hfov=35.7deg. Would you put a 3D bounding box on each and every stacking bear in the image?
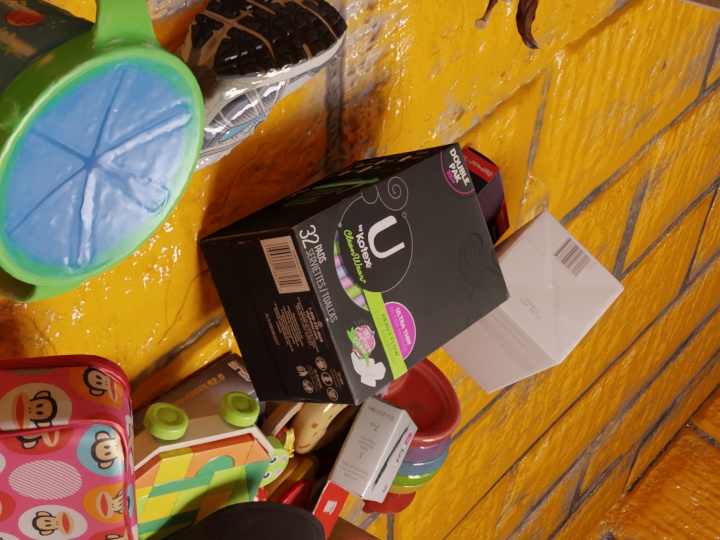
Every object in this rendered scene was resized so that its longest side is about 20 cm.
[{"bbox_3d":[0.044,0.217,1.338,0.121,0.114,0.200,-33,151,-37],"label":"stacking bear"}]

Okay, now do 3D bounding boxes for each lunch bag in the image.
[{"bbox_3d":[-0.239,0.146,0.747,0.176,0.082,0.200,-3,134,-13],"label":"lunch bag"}]

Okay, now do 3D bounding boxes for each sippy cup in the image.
[{"bbox_3d":[-0.172,-0.082,0.576,0.178,0.130,0.140,-52,155,-4],"label":"sippy cup"}]

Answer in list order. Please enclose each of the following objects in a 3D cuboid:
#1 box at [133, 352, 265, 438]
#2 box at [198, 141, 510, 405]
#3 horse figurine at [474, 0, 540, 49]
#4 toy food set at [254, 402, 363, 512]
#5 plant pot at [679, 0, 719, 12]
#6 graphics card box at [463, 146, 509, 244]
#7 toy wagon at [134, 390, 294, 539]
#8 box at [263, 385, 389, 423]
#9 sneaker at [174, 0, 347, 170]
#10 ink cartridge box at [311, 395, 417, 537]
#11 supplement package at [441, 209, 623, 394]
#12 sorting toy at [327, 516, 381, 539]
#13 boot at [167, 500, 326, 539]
[{"bbox_3d":[-0.163,0.189,1.012,0.158,0.048,0.200,-31,145,-38],"label":"box"},{"bbox_3d":[0.000,0.000,0.910,0.200,0.124,0.149,-30,107,-41],"label":"box"},{"bbox_3d":[0.132,-0.285,0.926,0.133,0.050,0.200,-59,152,-33],"label":"horse figurine"},{"bbox_3d":[-0.058,0.189,1.085,0.200,0.049,0.198,-47,155,-25],"label":"toy food set"},{"bbox_3d":[0.307,-0.368,0.991,0.177,0.200,0.200,-61,155,-11],"label":"plant pot"},{"bbox_3d":[0.074,-0.017,1.165,0.200,0.051,0.126,-47,154,-13],"label":"graphics card box"},{"bbox_3d":[-0.128,0.169,0.920,0.200,0.040,0.155,-5,131,-41],"label":"toy wagon"},{"bbox_3d":[-0.041,0.134,1.163,0.200,0.041,0.039,-6,128,-58],"label":"box"},{"bbox_3d":[-0.096,-0.119,0.748,0.200,0.078,0.086,-35,161,-22],"label":"sneaker"},{"bbox_3d":[-0.003,0.219,1.124,0.200,0.044,0.174,64,50,-76],"label":"ink cartridge box"},{"bbox_3d":[0.169,0.039,1.227,0.120,0.121,0.200,-46,-179,-22],"label":"supplement package"},{"bbox_3d":[-0.081,0.345,1.236,0.200,0.185,0.036,-42,111,-19],"label":"sorting toy"},{"bbox_3d":[-0.126,0.270,0.953,0.188,0.069,0.200,-21,156,-16],"label":"boot"}]
